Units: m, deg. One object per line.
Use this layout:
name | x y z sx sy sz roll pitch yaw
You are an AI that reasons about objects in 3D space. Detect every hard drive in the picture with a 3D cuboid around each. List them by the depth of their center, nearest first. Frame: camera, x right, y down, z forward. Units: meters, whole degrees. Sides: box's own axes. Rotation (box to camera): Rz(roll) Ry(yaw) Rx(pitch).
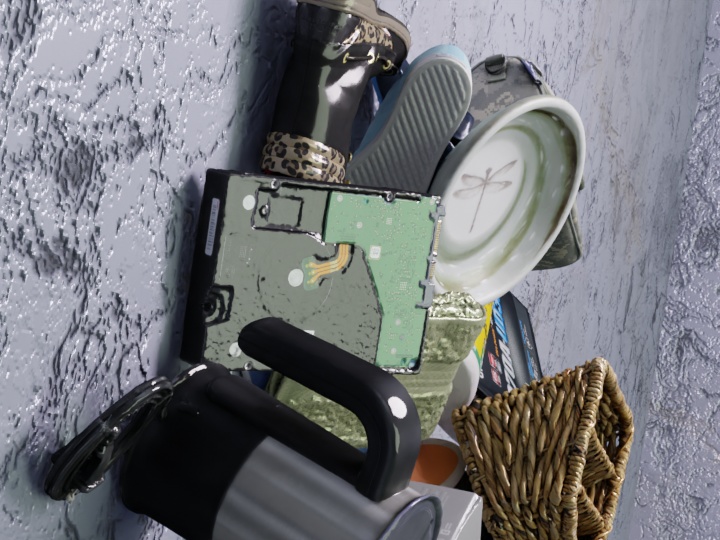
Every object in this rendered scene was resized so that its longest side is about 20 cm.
hard drive | -0.032 0.004 1.200 0.199 0.038 0.141 3 98 -37

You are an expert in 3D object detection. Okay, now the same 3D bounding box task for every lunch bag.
lunch bag | 0.160 -0.111 1.727 0.200 0.139 0.169 61 25 -61

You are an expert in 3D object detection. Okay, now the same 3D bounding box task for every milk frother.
milk frother | -0.073 0.147 1.043 0.200 0.188 0.181 -36 146 -45

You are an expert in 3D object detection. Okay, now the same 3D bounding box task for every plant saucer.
plant saucer | 0.109 -0.063 1.394 0.200 0.050 0.201 -31 139 -32

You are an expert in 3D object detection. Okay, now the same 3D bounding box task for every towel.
towel | 0.007 0.083 1.320 0.199 0.036 0.149 1 121 -42

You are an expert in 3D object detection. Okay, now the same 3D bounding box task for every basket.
basket | 0.183 0.187 1.448 0.200 0.148 0.143 58 13 -61

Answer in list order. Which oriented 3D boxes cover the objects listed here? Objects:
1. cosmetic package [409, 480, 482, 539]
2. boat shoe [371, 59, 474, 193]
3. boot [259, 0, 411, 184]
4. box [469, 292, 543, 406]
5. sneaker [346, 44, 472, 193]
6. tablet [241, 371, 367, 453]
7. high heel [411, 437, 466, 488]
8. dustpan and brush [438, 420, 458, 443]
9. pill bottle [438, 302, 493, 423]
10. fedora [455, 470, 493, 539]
cosmetic package | -0.016 0.213 1.245 0.090 0.199 0.107 -48 144 -55
boat shoe | 0.072 -0.124 1.457 0.200 0.068 0.084 58 19 -26
boot | -0.020 -0.134 1.281 0.200 0.073 0.151 23 81 -79
box | 0.124 0.082 1.625 0.159 0.046 0.201 43 29 -38
sneaker | 0.034 -0.100 1.368 0.200 0.074 0.082 -52 -172 24
tablet | -0.031 0.096 1.334 0.130 0.014 0.201 -30 137 -20
high heel | 0.006 0.211 1.409 0.200 0.067 0.096 -29 157 -38
dustpan and brush | 0.068 0.080 1.620 0.200 0.057 0.140 36 32 -34
pill bottle | 0.063 0.034 1.491 0.200 0.112 0.113 -73 162 -52
fedora | 0.079 0.244 1.497 0.201 0.091 0.202 -14 90 -76
